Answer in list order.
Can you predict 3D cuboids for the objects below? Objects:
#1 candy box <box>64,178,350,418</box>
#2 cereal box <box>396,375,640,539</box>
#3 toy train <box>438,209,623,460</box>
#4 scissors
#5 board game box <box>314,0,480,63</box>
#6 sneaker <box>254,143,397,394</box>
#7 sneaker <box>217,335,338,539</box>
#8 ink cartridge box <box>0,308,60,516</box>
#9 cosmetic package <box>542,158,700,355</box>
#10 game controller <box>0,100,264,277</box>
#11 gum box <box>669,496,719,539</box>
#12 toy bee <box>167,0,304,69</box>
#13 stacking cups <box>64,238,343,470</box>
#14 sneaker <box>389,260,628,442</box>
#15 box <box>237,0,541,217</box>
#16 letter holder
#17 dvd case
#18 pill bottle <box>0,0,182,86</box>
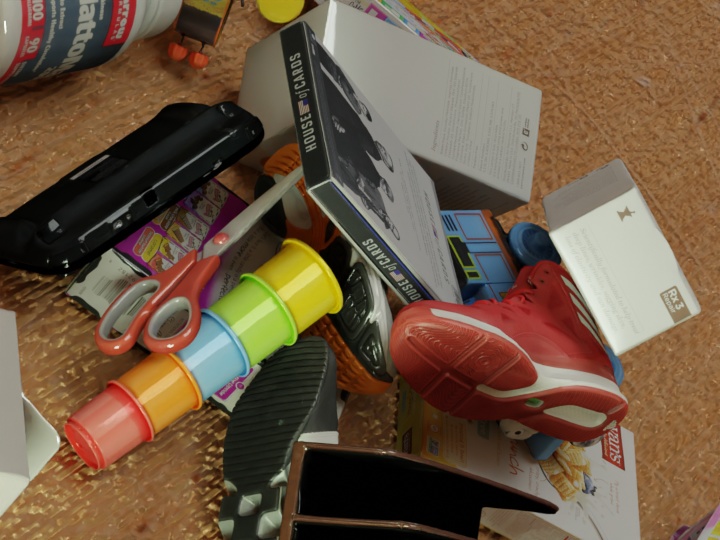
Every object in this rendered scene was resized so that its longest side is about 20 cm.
[{"bbox_3d":[-0.090,0.022,1.685,0.200,0.061,0.137,37,36,-8],"label":"candy box"},{"bbox_3d":[0.118,0.136,1.789,0.199,0.040,0.144,28,37,-20],"label":"cereal box"},{"bbox_3d":[0.108,0.045,1.776,0.114,0.087,0.201,-3,55,-37],"label":"toy train"},{"bbox_3d":[-0.105,-0.013,1.607,0.200,0.073,0.014,-58,140,-36],"label":"scissors"},{"bbox_3d":[0.029,-0.198,1.995,0.200,0.034,0.134,40,13,-6],"label":"board game box"},{"bbox_3d":[0.000,0.000,1.685,0.092,0.076,0.201,15,46,-42],"label":"sneaker"},{"bbox_3d":[-0.042,0.144,1.590,0.088,0.074,0.201,35,58,-41],"label":"sneaker"},{"bbox_3d":[-0.285,0.088,1.379,0.199,0.129,0.126,18,43,-32],"label":"ink cartridge box"},{"bbox_3d":[0.182,-0.013,1.729,0.102,0.074,0.200,61,8,-5],"label":"cosmetic package"},{"bbox_3d":[-0.158,-0.057,1.633,0.200,0.104,0.042,-36,112,-33],"label":"game controller"},{"bbox_3d":[0.261,0.261,1.782,0.114,0.066,0.200,46,36,0],"label":"gum box"},{"bbox_3d":[-0.105,-0.210,1.836,0.130,0.200,0.109,13,70,18],"label":"toy bee"},{"bbox_3d":[-0.101,0.058,1.574,0.200,0.061,0.061,-38,83,-25],"label":"stacking cups"},{"bbox_3d":[0.091,0.040,1.665,0.200,0.078,0.116,27,36,-37],"label":"sneaker"},{"bbox_3d":[0.020,-0.111,1.846,0.199,0.124,0.098,21,65,-29],"label":"box"},{"bbox_3d":[0.064,0.179,1.548,0.200,0.142,0.101,23,71,-49],"label":"letter holder"},{"bbox_3d":[0.010,-0.058,1.663,0.200,0.025,0.151,49,22,-45],"label":"dvd case"},{"bbox_3d":[-0.222,-0.198,1.725,0.200,0.120,0.120,-19,69,-50],"label":"pill bottle"}]
